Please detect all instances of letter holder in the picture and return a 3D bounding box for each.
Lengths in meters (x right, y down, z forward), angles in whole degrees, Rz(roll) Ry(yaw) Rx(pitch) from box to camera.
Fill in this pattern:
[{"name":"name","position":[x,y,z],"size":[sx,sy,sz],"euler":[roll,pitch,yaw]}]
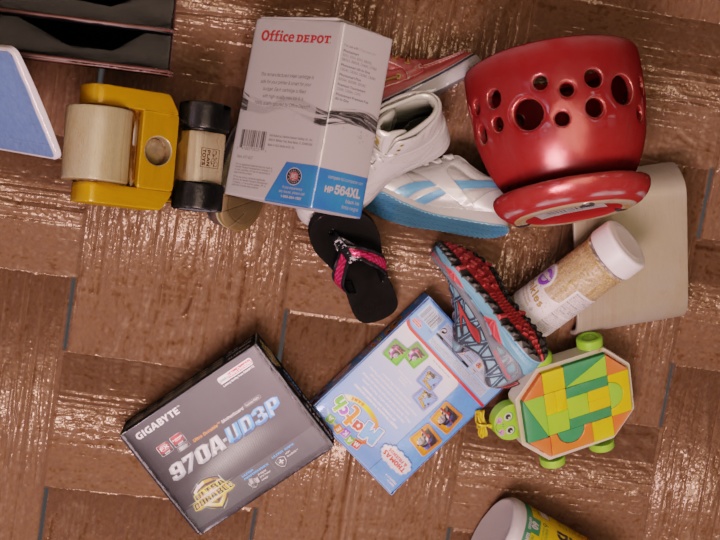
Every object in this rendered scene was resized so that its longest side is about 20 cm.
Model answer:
[{"name":"letter holder","position":[-0.299,-0.269,1.525],"size":[0.200,0.142,0.101],"euler":[6,98,-10]}]

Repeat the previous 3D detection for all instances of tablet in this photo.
[{"name":"tablet","position":[-0.399,-0.185,1.496],"size":[0.014,0.200,0.130],"euler":[-41,127,-35]}]

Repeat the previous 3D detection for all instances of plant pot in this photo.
[{"name":"plant pot","position":[0.227,-0.150,1.587],"size":[0.200,0.200,0.183],"euler":[-7,84,-8]}]

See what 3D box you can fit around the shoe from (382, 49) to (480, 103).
[{"name":"shoe","position":[0.039,-0.229,1.626],"size":[0.200,0.071,0.091],"euler":[-28,90,-14]}]

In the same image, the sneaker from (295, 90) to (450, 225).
[{"name":"sneaker","position":[0.006,-0.131,1.568],"size":[0.200,0.116,0.074],"euler":[-34,71,-5]}]

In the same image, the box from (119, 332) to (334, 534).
[{"name":"box","position":[-0.155,0.193,1.659],"size":[0.200,0.046,0.159],"euler":[-34,103,8]}]

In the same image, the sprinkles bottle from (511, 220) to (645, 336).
[{"name":"sprinkles bottle","position":[0.239,0.024,1.663],"size":[0.068,0.068,0.200],"euler":[43,118,-13]}]

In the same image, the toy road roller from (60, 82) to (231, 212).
[{"name":"toy road roller","position":[-0.244,-0.126,1.538],"size":[0.200,0.146,0.123],"euler":[6,88,-36]}]

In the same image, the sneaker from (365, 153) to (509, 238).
[{"name":"sneaker","position":[0.081,-0.096,1.662],"size":[0.200,0.077,0.081],"euler":[12,73,-7]}]

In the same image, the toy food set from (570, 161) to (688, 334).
[{"name":"toy food set","position":[0.321,-0.025,1.722],"size":[0.143,0.060,0.200],"euler":[-8,109,-8]}]

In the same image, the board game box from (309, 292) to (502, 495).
[{"name":"board game box","position":[0.057,0.150,1.709],"size":[0.200,0.037,0.151],"euler":[-43,103,-1]}]

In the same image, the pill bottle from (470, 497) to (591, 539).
[{"name":"pill bottle","position":[0.241,0.372,1.739],"size":[0.200,0.113,0.113],"euler":[31,93,-13]}]

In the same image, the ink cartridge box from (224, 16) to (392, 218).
[{"name":"ink cartridge box","position":[-0.056,-0.167,1.528],"size":[0.084,0.146,0.200],"euler":[10,91,-45]}]

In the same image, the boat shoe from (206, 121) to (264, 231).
[{"name":"boat shoe","position":[-0.126,-0.143,1.614],"size":[0.073,0.065,0.200],"euler":[34,75,-40]}]

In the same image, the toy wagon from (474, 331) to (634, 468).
[{"name":"toy wagon","position":[0.237,0.167,1.720],"size":[0.200,0.040,0.155],"euler":[-16,113,-14]}]

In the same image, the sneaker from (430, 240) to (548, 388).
[{"name":"sneaker","position":[0.128,0.053,1.652],"size":[0.079,0.200,0.096],"euler":[8,131,-50]}]

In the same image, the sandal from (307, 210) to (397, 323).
[{"name":"sandal","position":[0.000,0.000,1.622],"size":[0.075,0.045,0.200],"euler":[-23,134,4]}]
